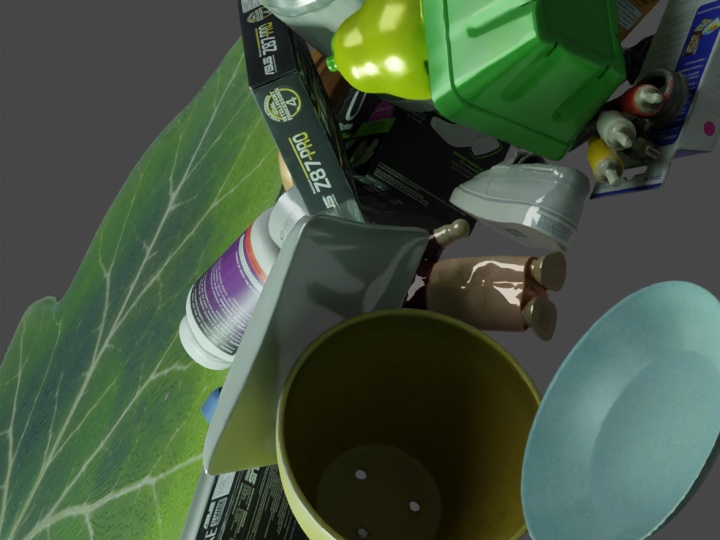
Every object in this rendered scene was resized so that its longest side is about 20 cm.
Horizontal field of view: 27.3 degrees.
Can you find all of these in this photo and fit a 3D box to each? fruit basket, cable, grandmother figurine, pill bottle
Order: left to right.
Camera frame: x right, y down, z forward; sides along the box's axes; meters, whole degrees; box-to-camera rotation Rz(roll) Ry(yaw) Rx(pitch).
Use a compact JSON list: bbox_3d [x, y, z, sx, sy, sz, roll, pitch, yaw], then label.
[{"bbox_3d":[-0.114,0.025,1.605,0.200,0.112,0.113,-42,28,38],"label":"pill bottle"},{"bbox_3d":[0.062,0.020,1.194,0.199,0.061,0.122,5,66,34],"label":"grandmother figurine"},{"bbox_3d":[0.083,-0.182,1.122,0.215,0.155,0.216,-26,56,47],"label":"fruit basket"},{"bbox_3d":[0.185,-0.121,1.126,0.097,0.050,0.200,-61,20,6],"label":"cable"}]

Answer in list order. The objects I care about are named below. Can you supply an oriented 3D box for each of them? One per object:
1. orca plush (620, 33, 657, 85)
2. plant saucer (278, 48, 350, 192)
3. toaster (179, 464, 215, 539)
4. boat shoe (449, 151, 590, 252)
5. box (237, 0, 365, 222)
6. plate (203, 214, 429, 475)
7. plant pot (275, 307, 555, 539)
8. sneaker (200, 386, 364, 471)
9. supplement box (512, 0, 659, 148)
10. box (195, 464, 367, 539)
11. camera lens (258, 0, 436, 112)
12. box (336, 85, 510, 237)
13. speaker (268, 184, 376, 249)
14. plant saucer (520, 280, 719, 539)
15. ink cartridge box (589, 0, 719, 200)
[{"bbox_3d":[0.175,-0.176,1.281,0.200,0.071,0.106,-8,69,37],"label":"orca plush"},{"bbox_3d":[-0.006,-0.144,1.510,0.037,0.200,0.201,17,77,34],"label":"plant saucer"},{"bbox_3d":[-0.094,0.223,1.300,0.200,0.113,0.130,147,144,-74],"label":"toaster"},{"bbox_3d":[0.131,-0.064,1.215,0.069,0.072,0.200,-61,11,-2],"label":"boat shoe"},{"bbox_3d":[-0.054,-0.145,1.300,0.049,0.161,0.200,-23,34,6],"label":"box"},{"bbox_3d":[-0.036,0.050,1.100,0.032,0.199,0.201,28,101,26],"label":"plate"},{"bbox_3d":[0.026,0.149,1.087,0.142,0.199,0.201,112,174,-57],"label":"plant pot"},{"bbox_3d":[-0.038,0.111,1.226,0.070,0.200,0.078,46,112,44],"label":"sneaker"},{"bbox_3d":[0.165,-0.198,1.205,0.200,0.069,0.067,-49,46,17],"label":"supplement box"},{"bbox_3d":[-0.059,0.256,1.147,0.050,0.157,0.201,-29,39,52],"label":"box"},{"bbox_3d":[0.016,-0.246,1.247,0.160,0.200,0.160,-25,48,31],"label":"camera lens"},{"bbox_3d":[0.063,-0.146,1.413,0.148,0.124,0.200,3,65,64],"label":"box"},{"bbox_3d":[0.000,0.000,1.326,0.081,0.081,0.200,-55,50,14],"label":"speaker"},{"bbox_3d":[0.182,0.104,0.964,0.201,0.039,0.201,-47,25,30],"label":"plant saucer"},{"bbox_3d":[0.245,-0.139,1.127,0.095,0.037,0.200,-7,55,65],"label":"ink cartridge box"}]
